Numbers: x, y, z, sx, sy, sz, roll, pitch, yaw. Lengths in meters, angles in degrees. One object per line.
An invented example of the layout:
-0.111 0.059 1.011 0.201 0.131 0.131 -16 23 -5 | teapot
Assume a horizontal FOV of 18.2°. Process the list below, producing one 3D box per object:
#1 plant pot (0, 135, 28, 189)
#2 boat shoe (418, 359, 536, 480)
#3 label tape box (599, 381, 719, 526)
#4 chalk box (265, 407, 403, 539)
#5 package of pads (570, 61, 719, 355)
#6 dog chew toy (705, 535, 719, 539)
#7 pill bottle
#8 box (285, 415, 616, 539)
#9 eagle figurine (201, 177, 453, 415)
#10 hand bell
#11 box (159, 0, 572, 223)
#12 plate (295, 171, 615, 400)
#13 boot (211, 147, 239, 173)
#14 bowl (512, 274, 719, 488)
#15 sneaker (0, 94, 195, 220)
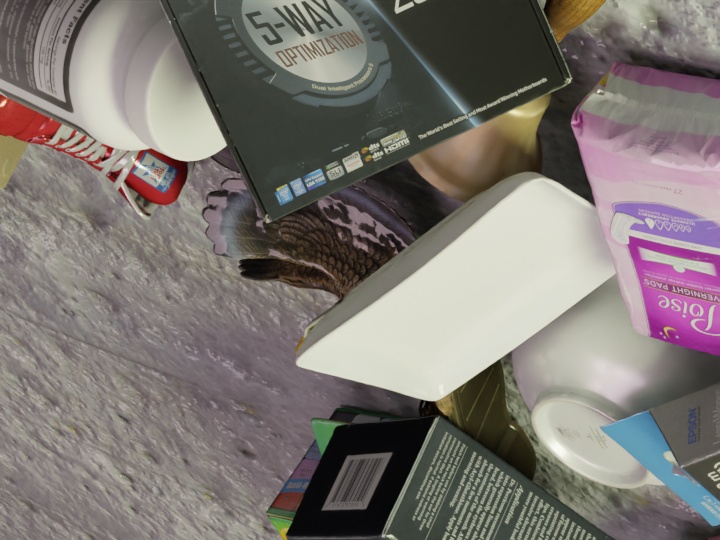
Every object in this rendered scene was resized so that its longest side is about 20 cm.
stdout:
-0.327 -0.167 1.658 0.176 0.201 0.200 13 146 13 | plant pot
0.076 0.113 1.746 0.068 0.072 0.201 14 145 31 | boat shoe
0.276 0.130 1.470 0.199 0.064 0.144 -26 130 33 | label tape box
0.016 0.203 1.888 0.124 0.124 0.200 7 140 41 | chalk box
0.210 -0.033 1.385 0.120 0.076 0.201 16 146 32 | package of pads
0.287 0.255 1.690 0.125 0.125 0.200 48 157 -21 | dog chew toy
-0.165 -0.145 1.460 0.199 0.116 0.116 26 152 39 | pill bottle
0.072 0.209 1.737 0.200 0.108 0.148 37 157 -24 | box
-0.005 0.003 1.617 0.200 0.150 0.152 44 129 23 | eagle figurine
0.106 -0.136 1.356 0.104 0.104 0.200 35 140 0 | hand bell
0.001 -0.141 1.298 0.044 0.199 0.161 -78 -36 -80 | box
0.073 0.008 1.447 0.199 0.200 0.032 20 -143 -58 | plate
-0.114 -0.126 1.608 0.199 0.070 0.132 34 159 16 | boot
0.182 0.088 1.580 0.200 0.091 0.202 26 149 17 | bowl
-0.189 -0.095 1.617 0.112 0.071 0.200 45 -162 19 | sneaker
